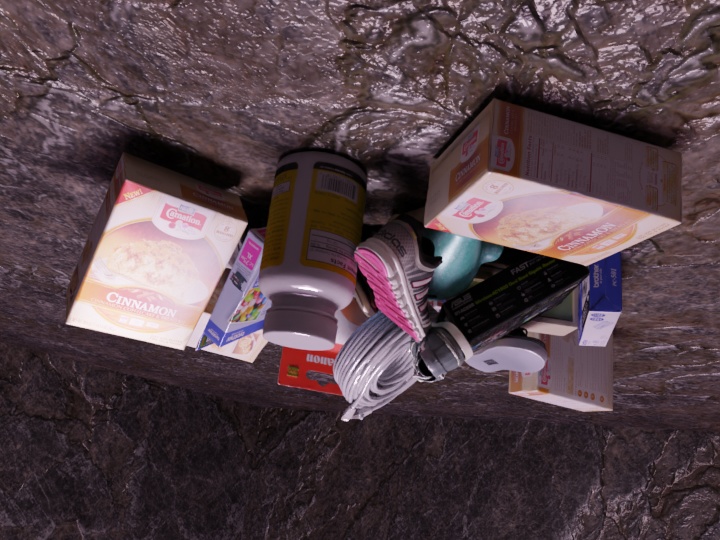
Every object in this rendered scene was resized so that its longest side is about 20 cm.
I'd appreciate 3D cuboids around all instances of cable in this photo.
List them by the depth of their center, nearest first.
[{"bbox_3d":[0.050,0.130,1.059,0.197,0.069,0.202,-20,144,-34],"label":"cable"}]

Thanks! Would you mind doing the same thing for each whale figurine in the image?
[{"bbox_3d":[0.105,-0.026,0.840,0.156,0.106,0.200,12,161,-15],"label":"whale figurine"}]

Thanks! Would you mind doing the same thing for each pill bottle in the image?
[{"bbox_3d":[-0.056,-0.019,0.762,0.109,0.204,0.112,7,162,2],"label":"pill bottle"}]

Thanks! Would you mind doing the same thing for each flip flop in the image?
[{"bbox_3d":[-0.052,-0.011,0.860,0.200,0.058,0.081,43,-176,13],"label":"flip flop"}]

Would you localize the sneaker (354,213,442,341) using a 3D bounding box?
[{"bbox_3d":[0.059,0.008,0.789,0.073,0.088,0.201,35,163,35],"label":"sneaker"}]

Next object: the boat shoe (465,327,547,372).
[{"bbox_3d":[0.227,0.114,1.043,0.069,0.067,0.200,33,161,-7],"label":"boat shoe"}]

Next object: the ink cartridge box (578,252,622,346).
[{"bbox_3d":[0.338,0.040,0.967,0.043,0.096,0.200,1,161,15],"label":"ink cartridge box"}]

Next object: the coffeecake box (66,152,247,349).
[{"bbox_3d":[-0.252,-0.017,0.833,0.151,0.202,0.073,18,-156,-32],"label":"coffeecake box"}]

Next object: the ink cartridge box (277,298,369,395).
[{"bbox_3d":[-0.045,0.096,1.117,0.159,0.204,0.050,14,161,-23],"label":"ink cartridge box"}]

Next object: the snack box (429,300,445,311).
[{"bbox_3d":[0.137,0.087,1.312,0.070,0.025,0.200,11,162,-16],"label":"snack box"}]

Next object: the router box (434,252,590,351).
[{"bbox_3d":[0.200,0.045,0.934,0.197,0.063,0.150,-28,163,-8],"label":"router box"}]

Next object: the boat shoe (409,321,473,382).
[{"bbox_3d":[0.088,0.111,0.896,0.073,0.061,0.200,53,167,2],"label":"boat shoe"}]

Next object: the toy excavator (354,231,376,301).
[{"bbox_3d":[0.000,0.000,1.018,0.191,0.102,0.199,13,176,-20],"label":"toy excavator"}]

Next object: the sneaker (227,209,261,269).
[{"bbox_3d":[-0.200,-0.036,0.977,0.113,0.077,0.201,6,165,-2],"label":"sneaker"}]

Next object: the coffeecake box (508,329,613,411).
[{"bbox_3d":[0.366,0.161,1.233,0.197,0.157,0.073,18,160,-29],"label":"coffeecake box"}]

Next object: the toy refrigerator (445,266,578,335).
[{"bbox_3d":[0.235,0.046,1.058,0.195,0.078,0.070,9,163,-3],"label":"toy refrigerator"}]

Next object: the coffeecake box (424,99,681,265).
[{"bbox_3d":[0.183,-0.078,0.673,0.196,0.075,0.153,12,163,-13],"label":"coffeecake box"}]

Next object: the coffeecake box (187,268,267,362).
[{"bbox_3d":[-0.252,0.046,1.077,0.198,0.155,0.073,21,118,-37],"label":"coffeecake box"}]

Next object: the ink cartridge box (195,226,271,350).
[{"bbox_3d":[-0.145,0.029,0.936,0.042,0.202,0.119,38,-156,16],"label":"ink cartridge box"}]
